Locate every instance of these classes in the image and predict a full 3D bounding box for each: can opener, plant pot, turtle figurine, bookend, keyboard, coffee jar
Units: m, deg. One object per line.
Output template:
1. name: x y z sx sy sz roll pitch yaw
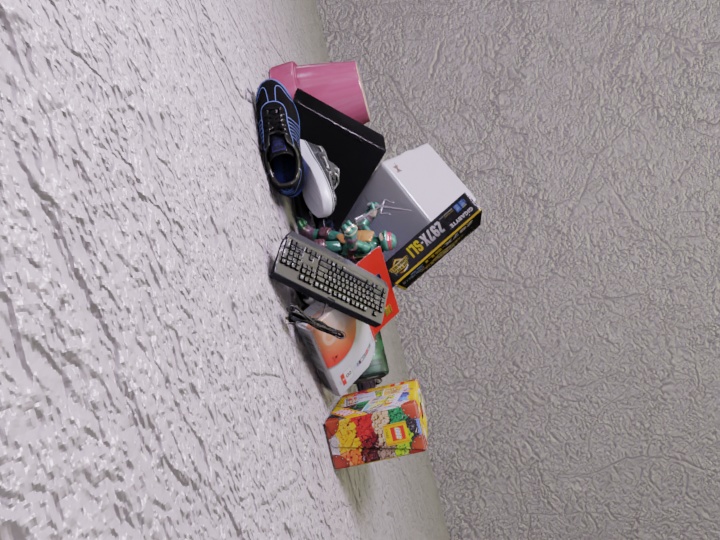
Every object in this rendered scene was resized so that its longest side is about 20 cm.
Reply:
1. can opener: -0.083 -0.071 1.038 0.079 0.063 0.201 138 -58 -74
2. plant pot: -0.079 -0.360 1.195 0.200 0.178 0.201 -14 90 -85
3. turtle figurine: -0.013 -0.060 0.946 0.150 0.199 0.101 -55 139 -74
4. bookend: -0.083 -0.217 1.112 0.200 0.198 0.092 -57 -163 27
5. keyboard: -0.043 0.036 0.808 0.200 0.021 0.128 28 67 -30
6. coffee jar: -0.002 0.130 1.158 0.104 0.085 0.201 117 -38 -72

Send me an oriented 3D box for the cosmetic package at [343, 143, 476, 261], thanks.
1. cosmetic package: 0.094 -0.128 1.177 0.167 0.200 0.167 -31 80 -42

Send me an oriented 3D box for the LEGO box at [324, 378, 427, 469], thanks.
1. LEGO box: 0.033 0.253 0.942 0.200 0.148 0.077 4 72 -84

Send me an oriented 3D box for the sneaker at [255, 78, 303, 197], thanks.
1. sneaker: -0.131 -0.221 0.909 0.078 0.070 0.201 -144 -139 -88

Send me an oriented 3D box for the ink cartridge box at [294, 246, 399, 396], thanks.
1. ink cartridge box: -0.002 0.083 0.906 0.050 0.200 0.163 25 -34 42

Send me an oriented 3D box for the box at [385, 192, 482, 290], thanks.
1. box: 0.135 -0.048 1.032 0.049 0.200 0.160 50 5 12

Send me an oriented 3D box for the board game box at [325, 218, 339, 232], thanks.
1. board game box: -0.074 -0.171 1.326 0.200 0.061 0.201 20 57 -81

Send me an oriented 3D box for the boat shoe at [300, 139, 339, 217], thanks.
1. boat shoe: -0.069 -0.170 0.973 0.072 0.071 0.200 108 -31 -43

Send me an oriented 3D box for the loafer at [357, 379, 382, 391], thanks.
1. loafer: 0.031 0.272 1.273 0.072 0.063 0.201 49 27 -77

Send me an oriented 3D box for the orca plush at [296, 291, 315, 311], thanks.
1. orca plush: -0.072 0.010 0.918 0.071 0.105 0.200 42 14 10

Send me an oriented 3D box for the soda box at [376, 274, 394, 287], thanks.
1. soda box: 0.000 0.000 1.077 0.064 0.068 0.200 46 3 -21
